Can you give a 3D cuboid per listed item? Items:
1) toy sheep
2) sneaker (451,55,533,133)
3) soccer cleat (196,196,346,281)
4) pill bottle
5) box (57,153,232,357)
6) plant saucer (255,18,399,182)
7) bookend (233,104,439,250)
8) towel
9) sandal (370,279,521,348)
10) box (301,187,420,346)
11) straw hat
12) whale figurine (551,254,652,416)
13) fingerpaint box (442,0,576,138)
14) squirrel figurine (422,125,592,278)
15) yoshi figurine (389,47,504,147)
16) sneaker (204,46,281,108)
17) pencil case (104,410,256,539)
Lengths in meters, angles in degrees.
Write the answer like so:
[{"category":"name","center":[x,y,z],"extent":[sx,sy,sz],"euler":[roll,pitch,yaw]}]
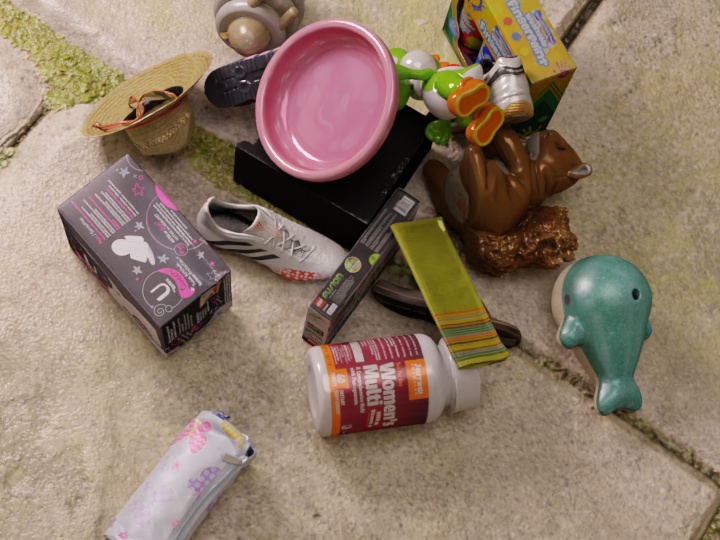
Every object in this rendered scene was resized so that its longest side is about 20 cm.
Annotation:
[{"category":"toy sheep","center":[-0.133,-0.365,1.841],"extent":[0.137,0.138,0.201],"euler":[16,54,-1]},{"category":"sneaker","center":[0.165,-0.227,1.785],"extent":[0.075,0.200,0.089],"euler":[-6,88,-24]},{"category":"soccer cleat","center":[-0.112,-0.041,1.729],"extent":[0.198,0.085,0.069],"euler":[19,65,1]},{"category":"pill bottle","center":[0.038,0.135,1.662],"extent":[0.198,0.110,0.111],"euler":[-7,68,-10]},{"category":"box","center":[-0.261,-0.014,1.672],"extent":[0.114,0.132,0.200],"euler":[-38,76,-17]},{"category":"plant saucer","center":[-0.035,-0.205,1.684],"extent":[0.199,0.051,0.203],"euler":[-5,79,29]},{"category":"bookend","center":[-0.031,-0.160,1.788],"extent":[0.199,0.092,0.199],"euler":[30,65,7]},{"category":"towel","center":[0.108,0.025,1.661],"extent":[0.086,0.018,0.201],"euler":[-7,65,-43]},{"category":"sandal","center":[0.112,0.044,1.731],"extent":[0.198,0.082,0.055],"euler":[20,71,9]},{"category":"box","center":[0.000,0.000,1.715],"extent":[0.035,0.110,0.200],"euler":[34,66,7]},{"category":"straw hat","center":[-0.259,-0.194,1.770],"extent":[0.201,0.201,0.085],"euler":[-39,118,-21]},{"category":"whale figurine","center":[0.318,0.077,1.723],"extent":[0.158,0.104,0.202],"euler":[-1,76,-35]},{"category":"fingerpaint box","center":[0.193,-0.298,1.838],"extent":[0.073,0.167,0.201],"euler":[-21,72,-16]},{"category":"squirrel figurine","center":[0.211,-0.091,1.789],"extent":[0.185,0.141,0.202],"euler":[-16,84,-25]},{"category":"yoshi figurine","center":[0.078,-0.215,1.714],"extent":[0.111,0.113,0.200],"euler":[-3,26,-37]},{"category":"sneaker","center":[-0.101,-0.259,1.795],"extent":[0.198,0.082,0.071],"euler":[-6,100,14]},{"category":"pencil case","center":[-0.206,0.260,1.589],"extent":[0.090,0.083,0.200],"euler":[27,65,28]}]
